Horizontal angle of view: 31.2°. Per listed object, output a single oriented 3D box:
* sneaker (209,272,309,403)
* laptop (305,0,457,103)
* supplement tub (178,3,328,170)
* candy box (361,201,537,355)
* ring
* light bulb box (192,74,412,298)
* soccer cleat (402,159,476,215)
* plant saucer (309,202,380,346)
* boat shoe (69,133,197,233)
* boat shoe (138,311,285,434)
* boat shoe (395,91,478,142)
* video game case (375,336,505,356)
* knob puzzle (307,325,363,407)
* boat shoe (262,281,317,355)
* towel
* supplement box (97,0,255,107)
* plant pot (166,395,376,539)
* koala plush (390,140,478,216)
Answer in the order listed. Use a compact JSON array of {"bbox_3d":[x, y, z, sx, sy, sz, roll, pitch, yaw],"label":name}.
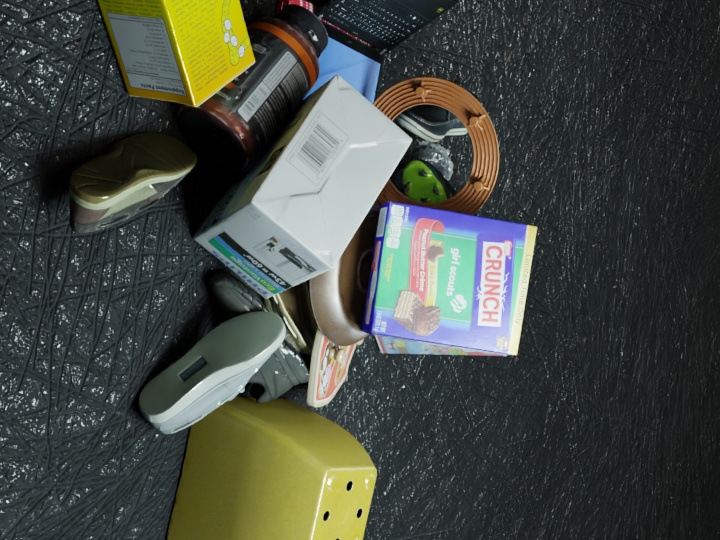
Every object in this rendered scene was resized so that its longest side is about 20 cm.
[{"bbox_3d":[-0.141,0.091,1.619,0.090,0.076,0.201,-36,121,-8],"label":"sneaker"},{"bbox_3d":[0.023,-0.282,1.665,0.176,0.199,0.104,13,51,-57],"label":"laptop"},{"bbox_3d":[-0.119,-0.221,1.514,0.201,0.106,0.108,-55,139,-26],"label":"supplement tub"},{"bbox_3d":[0.114,0.012,1.659,0.197,0.077,0.172,9,89,-10],"label":"candy box"},{"bbox_3d":[0.086,-0.152,1.694,0.019,0.198,0.204,-31,126,-65],"label":"ring"},{"bbox_3d":[-0.071,-0.094,1.521,0.124,0.199,0.199,39,64,-15],"label":"light bulb box"},{"bbox_3d":[0.128,-0.066,1.754,0.201,0.067,0.081,55,32,2],"label":"soccer cleat"},{"bbox_3d":[0.000,0.000,1.688,0.199,0.032,0.204,-14,107,-57],"label":"plant saucer"},{"bbox_3d":[-0.254,-0.095,1.410,0.066,0.071,0.201,-61,168,30],"label":"boat shoe"},{"bbox_3d":[-0.173,0.125,1.555,0.200,0.070,0.072,-34,145,-10],"label":"boat shoe"},{"bbox_3d":[0.113,-0.229,1.859,0.199,0.074,0.063,-18,139,-57],"label":"boat shoe"},{"bbox_3d":[0.103,0.066,1.844,0.018,0.197,0.144,-66,147,-42],"label":"video game case"},{"bbox_3d":[-0.025,0.097,1.744,0.219,0.030,0.223,14,90,-76],"label":"knob puzzle"},{"bbox_3d":[-0.093,0.018,1.667,0.073,0.062,0.202,-43,133,-38],"label":"boat shoe"},{"bbox_3d":[-0.054,-0.262,1.668,0.199,0.022,0.147,10,91,-57],"label":"towel"},{"bbox_3d":[-0.205,-0.292,1.370,0.109,0.108,0.202,-43,134,-37],"label":"supplement box"},{"bbox_3d":[-0.094,0.279,1.635,0.193,0.198,0.199,11,91,-55],"label":"plant pot"},{"bbox_3d":[0.104,-0.070,1.841,0.178,0.182,0.201,-51,125,-33],"label":"koala plush"}]
